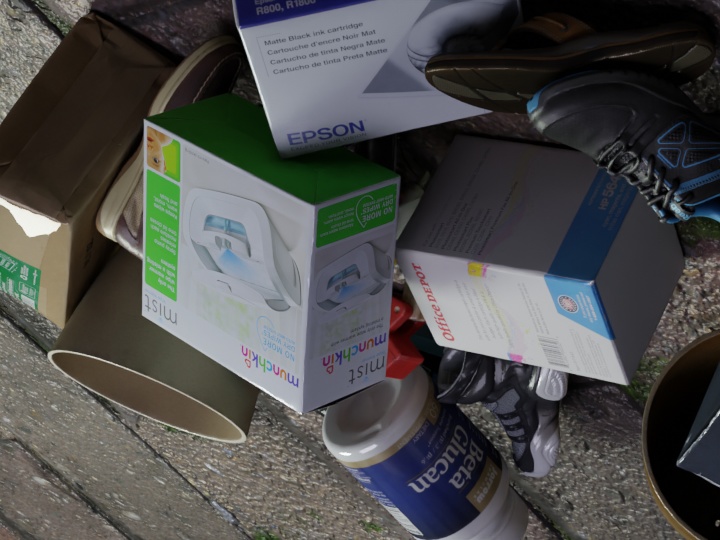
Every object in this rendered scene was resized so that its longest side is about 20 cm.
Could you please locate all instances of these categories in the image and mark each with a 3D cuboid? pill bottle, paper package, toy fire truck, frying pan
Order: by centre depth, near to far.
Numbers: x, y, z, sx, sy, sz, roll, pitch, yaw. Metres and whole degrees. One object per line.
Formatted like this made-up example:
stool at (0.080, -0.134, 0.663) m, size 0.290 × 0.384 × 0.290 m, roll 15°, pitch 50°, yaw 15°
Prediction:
frying pan at (0.007, -0.038, 1.675) m, size 0.031 × 0.115 × 0.191 m, roll 5°, pitch 114°, yaw -7°
toy fire truck at (0.044, 0.015, 1.821) m, size 0.200 × 0.141 × 0.049 m, roll 53°, pitch -163°, yaw 24°
paper package at (-0.247, -0.081, 1.832) m, size 0.103 × 0.191 × 0.200 m, roll 29°, pitch 152°, yaw 5°
pill bottle at (0.065, 0.179, 1.932) m, size 0.111 × 0.111 × 0.200 m, roll -6°, pitch 137°, yaw 46°

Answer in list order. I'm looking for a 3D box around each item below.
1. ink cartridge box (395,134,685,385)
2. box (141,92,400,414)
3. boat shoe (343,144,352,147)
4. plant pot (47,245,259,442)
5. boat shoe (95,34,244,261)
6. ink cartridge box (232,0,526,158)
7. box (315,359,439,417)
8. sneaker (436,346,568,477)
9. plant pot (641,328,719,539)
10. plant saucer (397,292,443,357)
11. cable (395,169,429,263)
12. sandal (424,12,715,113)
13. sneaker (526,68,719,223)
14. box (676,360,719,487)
ink cartridge box at (0.130, -0.013, 1.671) m, size 0.199 × 0.126 × 0.129 m, roll 12°, pitch 146°, yaw 31°
box at (-0.071, -0.017, 1.648) m, size 0.200 × 0.096 × 0.178 m, roll 29°, pitch 125°, yaw 39°
boat shoe at (-0.054, -0.097, 1.736) m, size 0.075 × 0.093 × 0.200 m, roll 38°, pitch 150°, yaw -16°
plant pot at (-0.148, 0.021, 1.877) m, size 0.186 × 0.201 × 0.187 m, roll 21°, pitch 166°, yaw 6°
boat shoe at (-0.140, -0.095, 1.743) m, size 0.072 × 0.201 × 0.072 m, roll 38°, pitch -164°, yaw 20°
ink cartridge box at (0.016, -0.173, 1.510) m, size 0.198 × 0.041 × 0.200 m, roll -13°, pitch 141°, yaw 4°
box at (-0.022, 0.092, 2.026) m, size 0.199 × 0.050 × 0.160 m, roll 32°, pitch 154°, yaw -14°
sneaker at (0.123, 0.110, 1.897) m, size 0.113 × 0.076 × 0.201 m, roll 5°, pitch 142°, yaw 3°
plant pot at (0.309, 0.160, 1.756) m, size 0.186 × 0.187 × 0.200 m, roll 25°, pitch 164°, yaw 7°
plant saucer at (0.044, 0.046, 1.951) m, size 0.199 × 0.019 × 0.070 m, roll 15°, pitch 148°, yaw 22°
cable at (0.000, 0.000, 1.725) m, size 0.050 × 0.201 × 0.097 m, roll -2°, pitch 151°, yaw 46°
sandal at (0.144, -0.153, 1.487) m, size 0.199 × 0.055 × 0.082 m, roll -10°, pitch 157°, yaw 15°
sneaker at (0.207, -0.081, 1.480) m, size 0.199 × 0.082 × 0.073 m, roll 13°, pitch 155°, yaw -19°
box at (0.362, 0.085, 1.542) m, size 0.196 × 0.201 × 0.124 m, roll 26°, pitch 149°, yaw 4°
